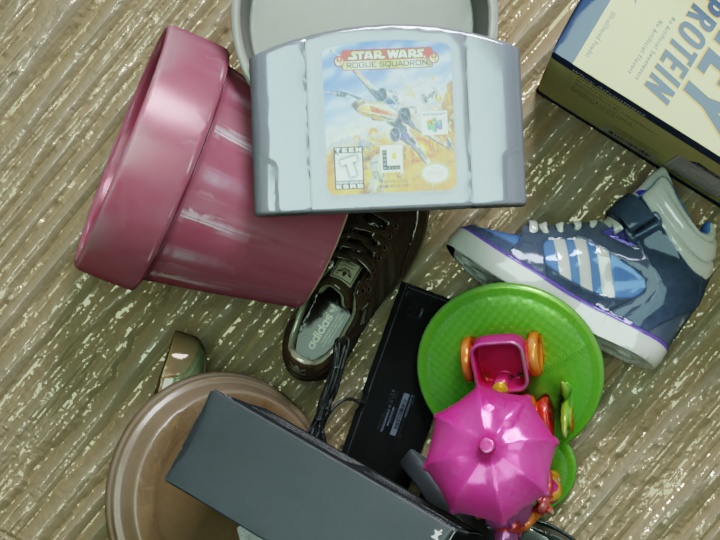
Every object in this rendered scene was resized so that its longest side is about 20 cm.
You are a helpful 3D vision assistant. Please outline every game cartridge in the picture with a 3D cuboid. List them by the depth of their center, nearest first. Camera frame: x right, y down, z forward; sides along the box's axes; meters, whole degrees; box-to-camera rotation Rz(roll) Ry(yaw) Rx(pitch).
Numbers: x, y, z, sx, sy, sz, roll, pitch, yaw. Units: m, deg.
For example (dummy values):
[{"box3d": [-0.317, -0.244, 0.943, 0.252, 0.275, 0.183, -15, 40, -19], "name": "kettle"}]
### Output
[{"box3d": [0.019, -0.109, 1.192, 0.197, 0.042, 0.135, -3, 93, -4], "name": "game cartridge"}]

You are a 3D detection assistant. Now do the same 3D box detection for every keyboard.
[{"box3d": [0.009, 0.107, 1.316, 0.126, 0.021, 0.202, 20, 88, -38], "name": "keyboard"}]

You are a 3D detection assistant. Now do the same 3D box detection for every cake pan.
[{"box3d": [0.003, -0.186, 1.229, 0.197, 0.037, 0.203, 0, 88, -3], "name": "cake pan"}]

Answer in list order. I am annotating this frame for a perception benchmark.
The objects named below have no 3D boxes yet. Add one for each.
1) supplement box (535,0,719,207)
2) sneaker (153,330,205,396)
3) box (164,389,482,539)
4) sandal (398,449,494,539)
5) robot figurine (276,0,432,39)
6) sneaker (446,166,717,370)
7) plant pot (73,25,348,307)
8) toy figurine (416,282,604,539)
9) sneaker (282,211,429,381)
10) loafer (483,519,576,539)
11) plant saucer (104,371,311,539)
[{"box3d": [0.253, -0.155, 1.251, 0.199, 0.200, 0.135, 32, 90, 3], "name": "supplement box"}, {"box3d": [-0.137, 0.157, 1.334, 0.089, 0.067, 0.203, 15, 88, -7], "name": "sneaker"}, {"box3d": [-0.023, 0.171, 1.187, 0.199, 0.141, 0.079, 28, 84, 16], "name": "box"}, {"box3d": [0.078, 0.215, 1.268, 0.043, 0.076, 0.201, -41, 51, 8], "name": "sandal"}, {"box3d": [0.006, -0.201, 1.306, 0.143, 0.117, 0.202, -29, 87, 1], "name": "robot figurine"}, {"box3d": [0.185, -0.027, 1.318, 0.198, 0.081, 0.148, 29, 82, 6], "name": "sneaker"}, {"box3d": [-0.106, -0.062, 1.282, 0.177, 0.200, 0.202, 23, 89, -12], "name": "plant pot"}, {"box3d": [0.104, 0.137, 1.229, 0.148, 0.184, 0.202, -5, 112, 15], "name": "toy figurine"}, {"box3d": [0.000, 0.000, 1.321, 0.070, 0.076, 0.202, 26, 90, 3], "name": "sneaker"}, {"box3d": [0.166, 0.252, 1.312, 0.198, 0.063, 0.072, 28, 90, 3], "name": "loafer"}, {"box3d": [-0.104, 0.180, 1.294, 0.198, 0.029, 0.203, 4, 82, -31], "name": "plant saucer"}]
